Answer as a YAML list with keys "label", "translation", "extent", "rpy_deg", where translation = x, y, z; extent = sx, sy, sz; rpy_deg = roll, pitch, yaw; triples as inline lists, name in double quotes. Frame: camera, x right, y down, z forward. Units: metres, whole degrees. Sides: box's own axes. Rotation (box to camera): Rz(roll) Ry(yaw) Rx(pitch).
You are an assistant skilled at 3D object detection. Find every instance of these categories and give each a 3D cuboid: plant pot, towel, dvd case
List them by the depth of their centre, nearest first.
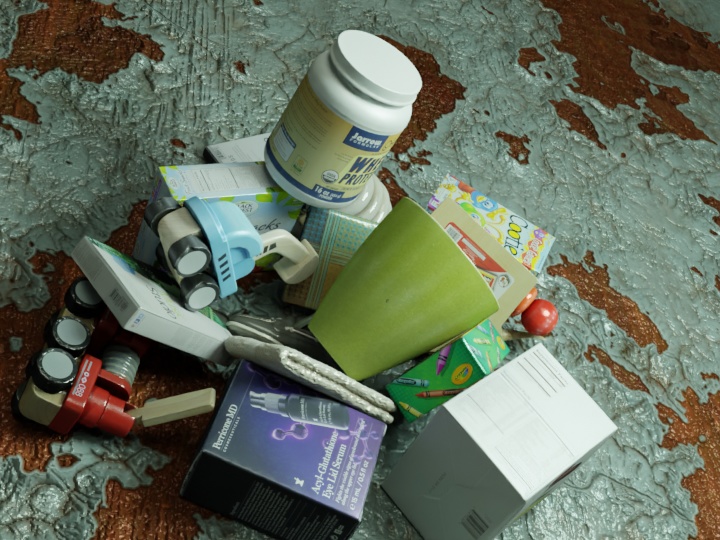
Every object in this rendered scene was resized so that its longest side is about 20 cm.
- label: "towel"
  translation: [-0.058, 0.132, 1.249]
  extent: [0.200, 0.132, 0.035]
  rpy_deg: [32, 74, -34]
- label: "plant pot"
  translation: [0.039, 0.043, 1.281]
  extent: [0.200, 0.187, 0.187]
  rpy_deg: [-40, 70, -4]
- label: "towel"
  translation: [0.000, 0.000, 1.436]
  extent: [0.199, 0.147, 0.022]
  rpy_deg: [15, 5, -19]
- label: "dvd case"
  translation: [-0.127, -0.156, 1.598]
  extent: [0.200, 0.025, 0.150]
  rpy_deg: [-19, 61, -39]

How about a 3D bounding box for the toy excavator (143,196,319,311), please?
- label: "toy excavator"
  translation: [-0.151, -0.028, 1.289]
  extent: [0.200, 0.195, 0.100]
  rpy_deg: [-25, 52, -16]

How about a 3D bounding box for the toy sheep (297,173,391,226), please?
- label: "toy sheep"
  translation: [-0.018, -0.085, 1.493]
  extent: [0.137, 0.200, 0.138]
  rpy_deg: [-9, 59, 16]

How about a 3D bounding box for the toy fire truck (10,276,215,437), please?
- label: "toy fire truck"
  translation: [-0.277, 0.117, 1.196]
  extent: [0.200, 0.129, 0.176]
  rpy_deg: [29, 40, -18]

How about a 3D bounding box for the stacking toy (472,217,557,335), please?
- label: "stacking toy"
  translation: [0.212, 0.016, 1.493]
  extent: [0.200, 0.085, 0.085]
  rpy_deg: [42, 43, 1]

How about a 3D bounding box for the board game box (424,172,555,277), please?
- label: "board game box"
  translation: [0.186, -0.044, 1.599]
  extent: [0.200, 0.103, 0.105]
  rpy_deg: [31, 42, 3]

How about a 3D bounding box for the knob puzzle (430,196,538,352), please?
- label: "knob puzzle"
  translation: [0.121, 0.028, 1.440]
  extent: [0.219, 0.220, 0.030]
  rpy_deg: [27, 3, -2]

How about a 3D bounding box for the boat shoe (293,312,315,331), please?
- label: "boat shoe"
  translation: [0.001, 0.065, 1.387]
  extent: [0.201, 0.072, 0.061]
  rpy_deg: [-22, 92, -5]

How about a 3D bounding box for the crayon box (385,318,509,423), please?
- label: "crayon box"
  translation: [0.118, 0.127, 1.322]
  extent: [0.058, 0.119, 0.200]
  rpy_deg: [57, 16, 6]

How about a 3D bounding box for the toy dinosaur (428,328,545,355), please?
- label: "toy dinosaur"
  translation: [0.167, 0.090, 1.511]
  extent: [0.199, 0.058, 0.101]
  rpy_deg: [-7, 68, -24]

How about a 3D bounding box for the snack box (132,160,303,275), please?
- label: "snack box"
  translation: [-0.189, -0.066, 1.369]
  extent: [0.200, 0.169, 0.068]
  rpy_deg: [-8, 53, -35]

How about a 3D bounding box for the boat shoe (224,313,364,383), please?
- label: "boat shoe"
  translation: [-0.082, 0.099, 1.341]
  extent: [0.200, 0.067, 0.057]
  rpy_deg: [28, 59, -12]

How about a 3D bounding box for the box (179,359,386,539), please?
- label: "box"
  translation: [-0.089, 0.222, 1.196]
  extent: [0.200, 0.104, 0.148]
  rpy_deg: [24, 43, -6]

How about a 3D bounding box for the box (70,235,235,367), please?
- label: "box"
  translation: [-0.245, 0.040, 1.241]
  extent: [0.144, 0.036, 0.200]
  rpy_deg: [46, 7, 34]

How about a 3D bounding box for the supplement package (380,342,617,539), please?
- label: "supplement package"
  translation: [0.170, 0.230, 1.261]
  extent: [0.200, 0.191, 0.147]
  rpy_deg: [-25, 66, -41]

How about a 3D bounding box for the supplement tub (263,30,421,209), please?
- label: "supplement tub"
  translation: [-0.023, -0.194, 1.314]
  extent: [0.144, 0.200, 0.145]
  rpy_deg: [23, 37, -18]
